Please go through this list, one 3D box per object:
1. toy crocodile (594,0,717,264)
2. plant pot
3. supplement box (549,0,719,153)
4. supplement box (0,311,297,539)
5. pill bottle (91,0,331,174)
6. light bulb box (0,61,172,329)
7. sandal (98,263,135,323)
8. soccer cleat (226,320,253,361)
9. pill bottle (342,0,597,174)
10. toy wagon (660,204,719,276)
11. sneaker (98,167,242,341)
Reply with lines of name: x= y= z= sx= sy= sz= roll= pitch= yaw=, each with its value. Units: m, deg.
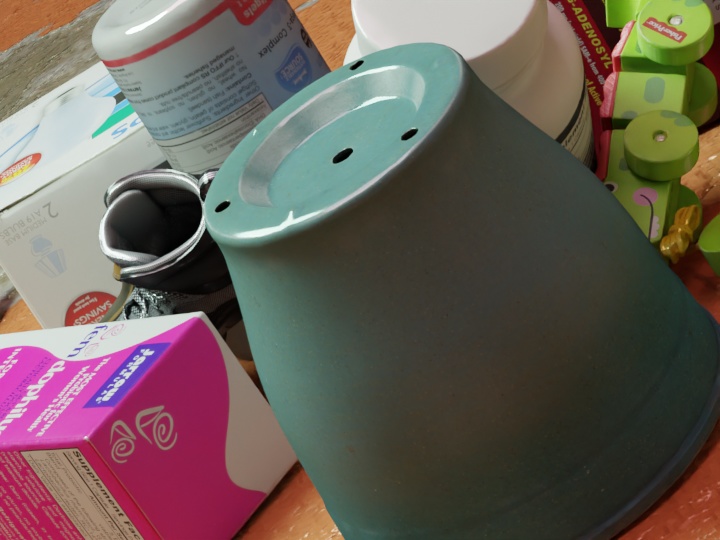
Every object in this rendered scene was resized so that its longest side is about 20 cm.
toy crocodile: x=0.145 y=-0.074 z=1.353 sx=0.061 sy=0.068 sz=0.201 roll=3 pitch=54 yaw=12
plant pot: x=0.035 y=0.010 z=1.189 sx=0.200 sy=0.188 sz=0.200 roll=-27 pitch=27 yaw=14
supplement box: x=0.128 y=-0.114 z=1.477 sx=0.199 sy=0.109 sz=0.061 roll=-27 pitch=19 yaw=19
supplement box: x=-0.143 y=0.096 z=1.411 sx=0.200 sy=0.104 sz=0.101 roll=-6 pitch=34 yaw=48
pill bottle: x=-0.060 y=-0.083 z=1.553 sx=0.108 sy=0.200 sz=0.109 roll=-29 pitch=21 yaw=12
light bulb box: x=-0.132 y=-0.060 z=1.720 sx=0.198 sy=0.125 sz=0.200 roll=-31 pitch=19 yaw=4
sandal: x=-0.116 y=-0.003 z=1.550 sx=0.081 sy=0.055 sz=0.200 roll=-12 pitch=-26 yaw=-18
soccer cleat: x=0.000 y=0.000 z=1.462 sx=0.199 sy=0.070 sz=0.086 roll=-27 pitch=20 yaw=15
pill bottle: x=0.053 y=-0.075 z=1.320 sx=0.119 sy=0.200 sz=0.120 roll=-5 pitch=55 yaw=8
toy wagon: x=0.232 y=-0.032 z=1.233 sx=0.199 sy=0.040 sz=0.155 roll=-19 pitch=24 yaw=35
sneaker: x=-0.109 y=0.006 z=1.438 sx=0.200 sy=0.114 sz=0.076 roll=-38 pitch=51 yaw=30
